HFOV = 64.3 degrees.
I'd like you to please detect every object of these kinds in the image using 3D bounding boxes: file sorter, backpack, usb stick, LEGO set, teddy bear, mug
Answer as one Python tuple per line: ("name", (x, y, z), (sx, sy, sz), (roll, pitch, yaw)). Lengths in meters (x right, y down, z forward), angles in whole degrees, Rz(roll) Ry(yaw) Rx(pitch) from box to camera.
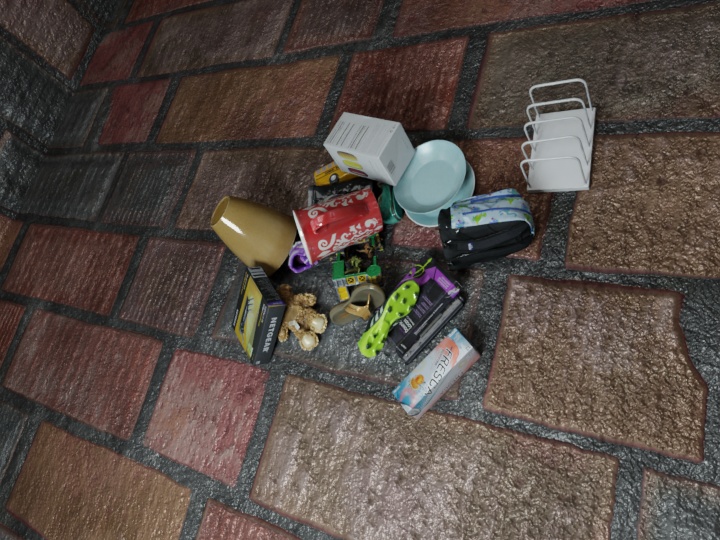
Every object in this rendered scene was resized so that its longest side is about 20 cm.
("file sorter", (0.436, -0.297, 1.272), (0.135, 0.124, 0.207), (1, 68, 32))
("backpack", (0.281, -0.094, 1.259), (0.193, 0.165, 0.157), (-2, 51, 23))
("usb stick", (0.157, 0.129, 1.305), (0.201, 0.032, 0.056), (-48, 44, 4))
("LEGO set", (0.000, 0.000, 1.435), (0.149, 0.118, 0.204), (-15, 45, 3))
("teddy bear", (-0.163, 0.122, 1.495), (0.195, 0.066, 0.150), (14, 93, 35))
("mug", (-0.047, -0.107, 1.369), (0.194, 0.137, 0.178), (-21, 23, -8))

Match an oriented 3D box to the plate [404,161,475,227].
("plate", (0.197, -0.198, 1.438), (0.195, 0.025, 0.207), (-15, 60, 26))

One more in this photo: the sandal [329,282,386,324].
("sandal", (-0.008, 0.094, 1.369), (0.198, 0.079, 0.055), (-36, 36, 42))

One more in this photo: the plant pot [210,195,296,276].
("plant pot", (-0.306, -0.112, 1.572), (0.185, 0.197, 0.191), (-35, 38, 33))

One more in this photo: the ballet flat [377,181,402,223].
("ballet flat", (0.073, -0.213, 1.498), (0.069, 0.067, 0.207), (-15, 60, 33))

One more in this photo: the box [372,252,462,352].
("box", (0.127, 0.072, 1.327), (0.201, 0.036, 0.143), (-49, 36, 5))

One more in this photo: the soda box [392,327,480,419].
("soda box", (0.164, 0.222, 1.231), (0.200, 0.068, 0.064), (-46, 52, 4))

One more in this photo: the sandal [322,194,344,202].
("sandal", (-0.064, -0.171, 1.486), (0.196, 0.083, 0.051), (-14, 66, 13))

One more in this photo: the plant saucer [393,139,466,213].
("plant saucer", (0.176, -0.225, 1.425), (0.196, 0.039, 0.208), (-15, 61, 27))

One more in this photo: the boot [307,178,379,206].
("boot", (-0.045, -0.156, 1.550), (0.193, 0.065, 0.172), (-2, 90, 15))

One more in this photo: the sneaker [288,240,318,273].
("sneaker", (-0.120, -0.056, 1.509), (0.198, 0.081, 0.089), (-33, 18, 29))

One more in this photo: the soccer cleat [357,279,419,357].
("soccer cleat", (0.058, 0.102, 1.296), (0.202, 0.067, 0.081), (-54, 21, -4))

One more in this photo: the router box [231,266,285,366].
("router box", (-0.270, 0.119, 1.501), (0.158, 0.051, 0.204), (49, 132, 39))

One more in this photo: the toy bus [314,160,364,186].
("toy bus", (-0.030, -0.275, 1.593), (0.195, 0.065, 0.080), (-23, 55, 21))

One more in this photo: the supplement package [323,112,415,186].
("supplement package", (0.022, -0.312, 1.463), (0.197, 0.114, 0.111), (22, 73, 39))
